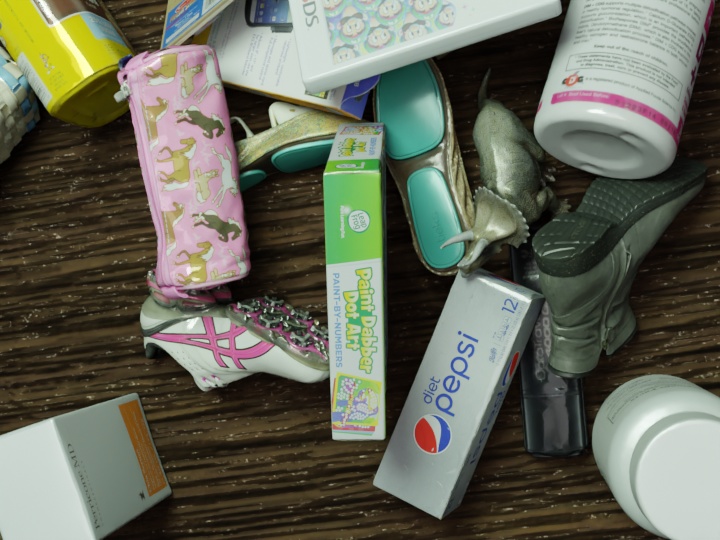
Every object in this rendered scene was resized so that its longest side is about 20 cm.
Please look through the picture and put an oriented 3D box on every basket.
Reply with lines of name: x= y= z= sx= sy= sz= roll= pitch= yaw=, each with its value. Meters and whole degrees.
basket: x=-0.389 y=-0.127 z=0.960 sx=0.200 sy=0.139 sz=0.176 roll=-41 pitch=84 yaw=-21

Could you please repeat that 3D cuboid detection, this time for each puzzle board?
puzzle board: x=-0.090 y=-0.277 z=0.913 sx=0.200 sy=0.017 sz=0.151 roll=-30 pitch=45 yaw=34

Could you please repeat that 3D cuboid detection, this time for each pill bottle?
pill bottle: x=0.218 y=-0.186 z=0.893 sx=0.113 sy=0.113 sz=0.201 roll=17 pitch=76 yaw=7
pill bottle: x=0.245 y=0.145 z=0.858 sx=0.114 sy=0.200 sz=0.115 roll=0 pitch=90 yaw=7

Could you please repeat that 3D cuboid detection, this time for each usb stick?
usb stick: x=0.161 y=0.062 z=0.954 sx=0.055 sy=0.033 sz=0.201 roll=-5 pitch=89 yaw=16

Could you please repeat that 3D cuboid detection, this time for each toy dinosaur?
toy dinosaur: x=0.123 y=-0.087 z=0.911 sx=0.077 sy=0.102 sz=0.201 roll=-4 pitch=72 yaw=25

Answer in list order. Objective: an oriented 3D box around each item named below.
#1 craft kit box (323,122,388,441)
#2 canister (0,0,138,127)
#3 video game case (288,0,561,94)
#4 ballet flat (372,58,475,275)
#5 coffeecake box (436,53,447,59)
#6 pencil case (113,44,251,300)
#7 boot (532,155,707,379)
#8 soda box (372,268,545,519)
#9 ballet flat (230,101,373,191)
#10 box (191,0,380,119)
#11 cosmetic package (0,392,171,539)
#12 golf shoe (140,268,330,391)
craft kit box: x=0.000 y=0.000 z=0.865 sx=0.048 sy=0.198 sz=0.201 roll=-1 pitch=106 yaw=0
canister: x=-0.272 y=-0.228 z=0.953 sx=0.086 sy=0.149 sz=0.200 roll=-34 pitch=88 yaw=5
video game case: x=0.038 y=-0.241 z=0.864 sx=0.199 sy=0.024 sz=0.183 roll=-16 pitch=60 yaw=10
ballet flat: x=0.057 y=-0.093 z=0.952 sx=0.070 sy=0.065 sz=0.201 roll=-11 pitch=87 yaw=18
coffeecake box: x=0.077 y=-0.310 z=0.946 sx=0.153 sy=0.073 sz=0.200 roll=-31 pitch=86 yaw=7
pencil case: x=-0.142 y=-0.080 z=0.903 sx=0.086 sy=0.083 sz=0.201 roll=-11 pitch=102 yaw=-4
boot: x=0.215 y=-0.006 z=0.927 sx=0.200 sy=0.068 sz=0.131 roll=-33 pitch=127 yaw=-29
soda box: x=0.083 y=0.100 z=0.932 sx=0.068 sy=0.063 sz=0.201 roll=23 pitch=98 yaw=19
ballet flat: x=-0.084 y=-0.110 z=0.970 sx=0.199 sy=0.071 sz=0.071 roll=-20 pitch=87 yaw=8
box: x=-0.051 y=-0.202 z=0.941 sx=0.199 sy=0.041 sz=0.120 roll=19 pitch=92 yaw=30
cosmetic package: x=-0.229 y=0.167 z=0.915 sx=0.071 sy=0.200 sz=0.102 roll=-20 pitch=88 yaw=6
golf shoe: x=-0.105 y=0.064 z=0.954 sx=0.199 sy=0.073 sz=0.092 roll=19 pitch=106 yaw=31
